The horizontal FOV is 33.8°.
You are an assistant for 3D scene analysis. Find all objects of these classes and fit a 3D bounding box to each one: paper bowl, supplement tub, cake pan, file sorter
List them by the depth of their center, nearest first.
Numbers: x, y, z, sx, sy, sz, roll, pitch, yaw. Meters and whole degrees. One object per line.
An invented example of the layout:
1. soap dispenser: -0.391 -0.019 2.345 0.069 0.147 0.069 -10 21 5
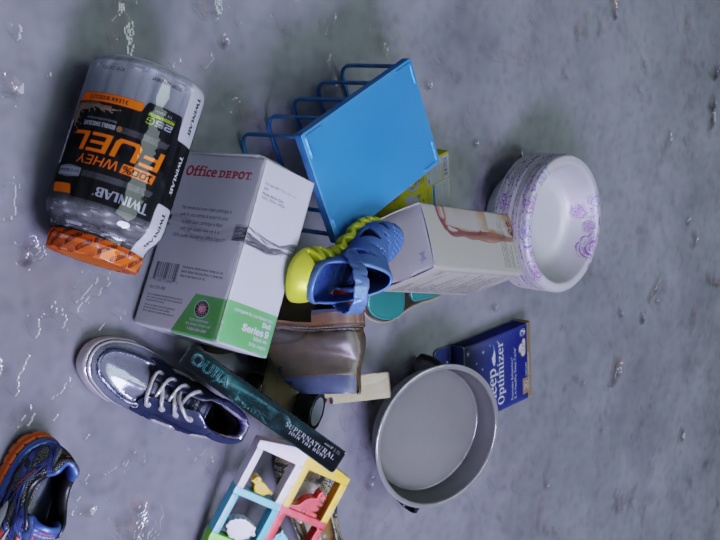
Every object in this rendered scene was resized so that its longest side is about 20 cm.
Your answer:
1. supplement tub: -0.240 -0.105 1.191 0.122 0.122 0.201 23 79 -46
2. file sorter: -0.025 -0.147 1.414 0.200 0.122 0.139 -40 124 -36
3. cake pan: 0.097 0.218 1.590 0.199 0.037 0.202 -9 107 -30
4. paper bowl: 0.261 -0.073 1.745 0.200 0.104 0.202 -8 102 -45

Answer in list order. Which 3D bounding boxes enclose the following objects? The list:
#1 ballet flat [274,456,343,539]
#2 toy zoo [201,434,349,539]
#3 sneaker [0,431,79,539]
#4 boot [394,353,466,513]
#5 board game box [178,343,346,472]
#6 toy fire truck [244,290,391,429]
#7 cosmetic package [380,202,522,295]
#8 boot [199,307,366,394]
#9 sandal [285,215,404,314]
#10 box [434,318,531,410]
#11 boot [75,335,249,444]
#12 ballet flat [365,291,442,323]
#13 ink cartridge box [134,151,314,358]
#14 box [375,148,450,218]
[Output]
1. ballet flat: -0.058 0.313 1.483 0.067 0.075 0.201 -15 116 3
2. toy zoo: -0.099 0.282 1.408 0.131 0.020 0.201 28 92 -24
3. sneaker: -0.338 0.262 1.178 0.075 0.078 0.201 24 79 -45
4. boot: 0.085 0.228 1.637 0.131 0.070 0.201 -30 110 -30
5. board game box: -0.105 0.151 1.298 0.199 0.135 0.028 35 83 2
6. toy fire truck: -0.040 0.105 1.460 0.200 0.128 0.177 7 96 -71
7. cosmetic package: 0.107 -0.024 1.510 0.199 0.103 0.088 4 70 -52
8. boot: -0.088 0.100 1.331 0.075 0.199 0.098 17 66 -73
9. sandal: 0.000 0.000 1.319 0.200 0.087 0.080 -36 142 -52
10. box: 0.185 0.154 1.755 0.199 0.032 0.122 -16 108 -43
11. boot: -0.209 0.130 1.285 0.200 0.090 0.073 34 72 -44
12. ballet flat: 0.042 0.026 1.552 0.199 0.069 0.070 -10 104 -52
13. ink cartridge box: -0.147 -0.020 1.286 0.084 0.145 0.201 23 80 -45
14. box: 0.040 -0.077 1.545 0.200 0.048 0.118 -28 123 -43
